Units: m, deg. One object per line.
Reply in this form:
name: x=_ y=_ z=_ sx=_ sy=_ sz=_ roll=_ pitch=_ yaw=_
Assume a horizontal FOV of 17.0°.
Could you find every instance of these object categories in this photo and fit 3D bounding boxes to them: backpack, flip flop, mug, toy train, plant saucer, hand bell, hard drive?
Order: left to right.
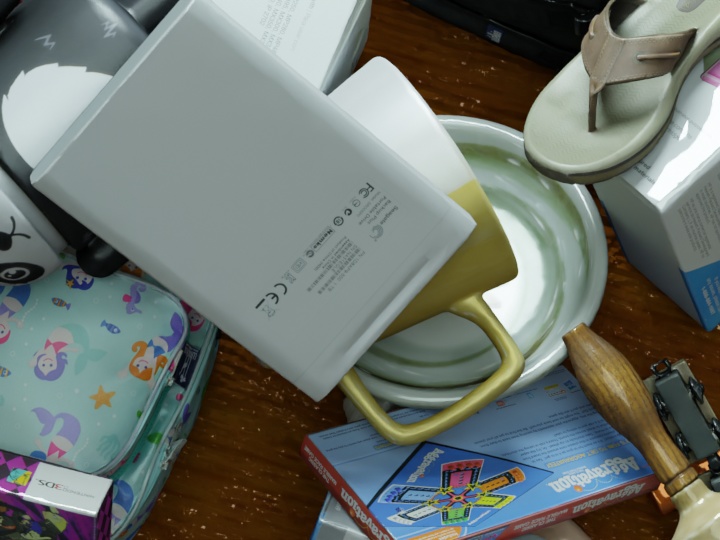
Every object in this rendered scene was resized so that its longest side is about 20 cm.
backpack: x=-0.185 y=0.075 z=1.418 sx=0.177 sy=0.151 sz=0.200 roll=22 pitch=86 yaw=2
hard drive: x=-0.055 y=-0.037 z=1.274 sx=0.200 sy=0.027 sz=0.132 roll=38 pitch=100 yaw=-22
mug: x=-0.005 y=-0.008 z=1.363 sx=0.153 sy=0.149 sz=0.187 roll=-32 pitch=51 yaw=-5
plant saucer: x=0.049 y=0.001 z=1.462 sx=0.200 sy=0.050 sz=0.200 roll=-1 pitch=61 yaw=2
backpack: x=0.066 y=-0.216 z=1.471 sx=0.200 sy=0.163 sz=0.154 roll=12 pitch=72 yaw=7
flip flop: x=0.162 y=-0.131 z=1.377 sx=0.200 sy=0.058 sz=0.081 roll=-46 pitch=52 yaw=-11
hand bell: x=0.179 y=0.116 z=1.389 sx=0.104 sy=0.104 sz=0.200 roll=-36 pitch=85 yaw=-6
toy train: x=0.226 y=0.138 z=1.446 sx=0.034 sy=0.046 sz=0.200 roll=-28 pitch=98 yaw=11

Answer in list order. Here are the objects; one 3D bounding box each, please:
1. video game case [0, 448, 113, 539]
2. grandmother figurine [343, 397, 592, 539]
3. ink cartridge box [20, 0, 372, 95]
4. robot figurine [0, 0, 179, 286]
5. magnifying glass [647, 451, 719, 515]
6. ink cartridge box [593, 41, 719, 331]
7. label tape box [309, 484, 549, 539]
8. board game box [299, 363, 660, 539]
video game case: x=-0.234 y=0.177 z=1.375 sx=0.181 sy=0.200 sz=0.036 roll=14 pitch=39 yaw=6
grandmother figurine: x=0.064 y=0.133 z=1.457 sx=0.200 sy=0.061 sz=0.121 roll=47 pitch=55 yaw=9
ink cartridge box: x=-0.101 y=-0.156 z=1.451 sx=0.200 sy=0.146 sz=0.083 roll=23 pitch=80 yaw=3
robot figurine: x=-0.164 y=-0.082 z=1.318 sx=0.200 sy=0.125 sz=0.150 roll=-43 pitch=82 yaw=-6
magnifying glass: x=0.266 y=0.094 z=1.485 sx=0.200 sy=0.022 sz=0.080 roll=-27 pitch=83 yaw=-7
ink cartridge box: x=0.241 y=-0.084 z=1.442 sx=0.200 sy=0.145 sz=0.085 roll=-40 pitch=54 yaw=-7
label tape box: x=0.055 y=0.214 z=1.400 sx=0.200 sy=0.066 sz=0.143 roll=23 pitch=123 yaw=4
board game box: x=0.073 y=0.112 z=1.402 sx=0.200 sy=0.019 sz=0.103 roll=-13 pitch=45 yaw=-37
